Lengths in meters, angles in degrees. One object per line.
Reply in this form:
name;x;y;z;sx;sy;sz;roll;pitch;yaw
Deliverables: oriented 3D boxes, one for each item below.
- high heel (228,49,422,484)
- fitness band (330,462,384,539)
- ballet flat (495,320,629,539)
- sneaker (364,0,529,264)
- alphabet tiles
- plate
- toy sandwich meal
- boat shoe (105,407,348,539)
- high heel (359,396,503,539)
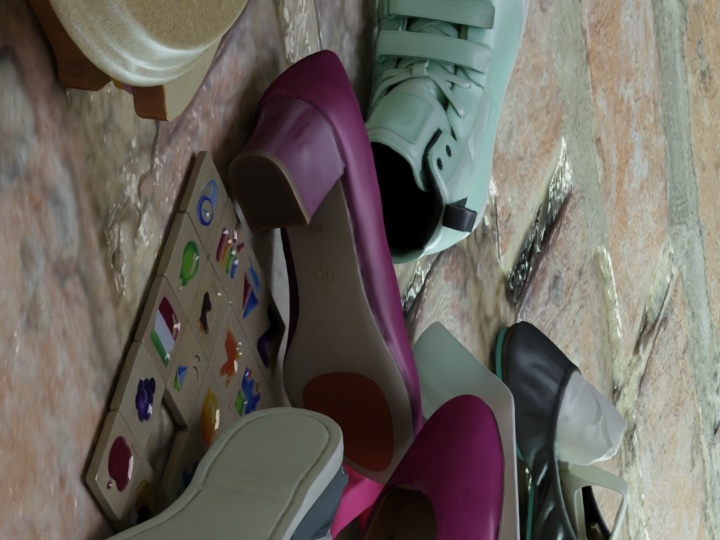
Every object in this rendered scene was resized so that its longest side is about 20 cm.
high heel;0.000;0.000;1.262;0.096;0.067;0.200;-58;141;-47
fitness band;-0.011;0.167;1.317;0.200;0.037;0.144;-31;124;-71
ballet flat;0.129;0.113;1.674;0.068;0.068;0.200;-63;150;-46
sneaker;0.037;-0.100;1.350;0.118;0.074;0.201;-43;136;-72
alphabet tiles;-0.064;0.074;1.205;0.200;0.008;0.167;69;30;-51
plate;0.045;0.140;1.393;0.200;0.032;0.200;-136;-136;-76
toy sandwich meal;-0.092;-0.157;1.002;0.205;0.070;0.205;2;90;-66
boat shoe;-0.063;0.129;1.108;0.200;0.073;0.062;-47;144;-51
high heel;-0.003;0.135;1.189;0.096;0.067;0.200;31;67;-33
